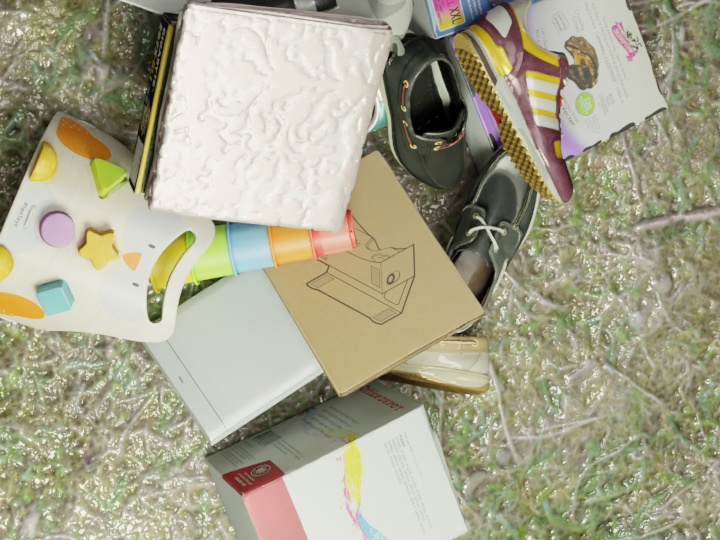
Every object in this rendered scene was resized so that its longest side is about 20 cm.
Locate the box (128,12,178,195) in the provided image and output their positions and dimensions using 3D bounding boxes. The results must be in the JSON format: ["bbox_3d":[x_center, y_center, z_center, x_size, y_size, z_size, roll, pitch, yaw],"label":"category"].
[{"bbox_3d":[-0.097,-0.136,1.509,0.199,0.049,0.161,8,106,-21],"label":"box"}]

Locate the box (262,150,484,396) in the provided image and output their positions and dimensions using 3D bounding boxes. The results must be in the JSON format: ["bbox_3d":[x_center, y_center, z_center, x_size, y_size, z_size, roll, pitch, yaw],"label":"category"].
[{"bbox_3d":[0.000,0.000,1.623,0.163,0.021,0.201,-29,72,-10],"label":"box"}]

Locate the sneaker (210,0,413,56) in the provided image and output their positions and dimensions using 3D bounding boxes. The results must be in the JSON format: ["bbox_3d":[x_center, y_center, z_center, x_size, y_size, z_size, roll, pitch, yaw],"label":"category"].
[{"bbox_3d":[-0.040,-0.249,1.487,0.199,0.074,0.089,1,116,-35],"label":"sneaker"}]

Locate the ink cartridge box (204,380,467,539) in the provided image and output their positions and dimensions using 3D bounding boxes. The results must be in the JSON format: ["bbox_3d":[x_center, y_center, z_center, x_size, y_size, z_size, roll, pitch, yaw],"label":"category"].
[{"bbox_3d":[-0.023,0.220,1.640,0.199,0.145,0.145,-25,105,-15],"label":"ink cartridge box"}]

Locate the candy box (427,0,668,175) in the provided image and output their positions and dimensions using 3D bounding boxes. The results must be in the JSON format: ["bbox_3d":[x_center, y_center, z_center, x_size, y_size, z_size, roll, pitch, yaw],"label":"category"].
[{"bbox_3d":[0.191,-0.201,1.704,0.199,0.072,0.168,-27,105,-14],"label":"candy box"}]

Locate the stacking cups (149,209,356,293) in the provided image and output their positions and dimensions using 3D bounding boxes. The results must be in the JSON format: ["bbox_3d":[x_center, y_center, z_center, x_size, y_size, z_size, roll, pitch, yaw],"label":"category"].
[{"bbox_3d":[-0.104,-0.028,1.594,0.199,0.061,0.061,-12,101,1],"label":"stacking cups"}]

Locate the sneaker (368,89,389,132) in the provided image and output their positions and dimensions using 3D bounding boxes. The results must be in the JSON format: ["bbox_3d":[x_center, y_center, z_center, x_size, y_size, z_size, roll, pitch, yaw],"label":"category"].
[{"bbox_3d":[-0.016,-0.224,1.626,0.093,0.070,0.200,-42,112,-15],"label":"sneaker"}]

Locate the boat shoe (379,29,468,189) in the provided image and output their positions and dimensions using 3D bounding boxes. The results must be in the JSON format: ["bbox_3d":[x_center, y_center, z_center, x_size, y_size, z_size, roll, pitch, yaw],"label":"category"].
[{"bbox_3d":[0.068,-0.144,1.631,0.074,0.063,0.202,-37,140,-14],"label":"boat shoe"}]

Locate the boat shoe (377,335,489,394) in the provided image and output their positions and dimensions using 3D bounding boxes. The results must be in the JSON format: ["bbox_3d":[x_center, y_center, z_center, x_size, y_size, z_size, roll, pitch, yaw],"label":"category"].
[{"bbox_3d":[0.039,0.075,1.691,0.199,0.074,0.070,14,77,-19],"label":"boat shoe"}]

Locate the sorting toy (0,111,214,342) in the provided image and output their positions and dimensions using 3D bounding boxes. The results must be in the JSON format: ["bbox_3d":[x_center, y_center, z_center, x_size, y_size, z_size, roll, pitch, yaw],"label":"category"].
[{"bbox_3d":[-0.236,-0.022,1.538,0.179,0.107,0.201,23,89,-8],"label":"sorting toy"}]

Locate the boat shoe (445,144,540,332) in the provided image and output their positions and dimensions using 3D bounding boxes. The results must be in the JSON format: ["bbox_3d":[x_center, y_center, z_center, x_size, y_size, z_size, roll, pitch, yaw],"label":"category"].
[{"bbox_3d":[0.126,-0.031,1.651,0.072,0.068,0.201,24,102,2],"label":"boat shoe"}]

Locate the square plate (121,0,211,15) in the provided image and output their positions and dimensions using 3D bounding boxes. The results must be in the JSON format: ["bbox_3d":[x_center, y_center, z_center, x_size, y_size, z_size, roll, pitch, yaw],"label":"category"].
[{"bbox_3d":[-0.129,-0.313,1.474,0.199,0.028,0.199,18,108,-27],"label":"square plate"}]

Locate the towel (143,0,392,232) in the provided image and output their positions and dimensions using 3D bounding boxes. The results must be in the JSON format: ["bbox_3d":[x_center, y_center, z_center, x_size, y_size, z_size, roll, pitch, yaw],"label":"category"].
[{"bbox_3d":[-0.082,-0.134,1.461,0.190,0.032,0.201,5,117,-21],"label":"towel"}]

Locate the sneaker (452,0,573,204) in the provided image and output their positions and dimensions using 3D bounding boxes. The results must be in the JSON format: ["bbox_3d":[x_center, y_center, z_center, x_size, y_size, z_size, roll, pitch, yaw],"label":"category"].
[{"bbox_3d":[0.170,-0.158,1.578,0.090,0.075,0.201,-34,114,-8],"label":"sneaker"}]

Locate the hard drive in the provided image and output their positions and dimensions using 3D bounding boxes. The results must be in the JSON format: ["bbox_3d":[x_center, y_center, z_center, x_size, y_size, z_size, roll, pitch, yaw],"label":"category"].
[{"bbox_3d":[-0.097,0.061,1.625,0.200,0.027,0.132,-33,73,-13],"label":"hard drive"}]

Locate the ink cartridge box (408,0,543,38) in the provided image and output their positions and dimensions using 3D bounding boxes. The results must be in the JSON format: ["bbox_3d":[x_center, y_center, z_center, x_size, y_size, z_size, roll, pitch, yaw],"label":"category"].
[{"bbox_3d":[0.126,-0.295,1.634,0.199,0.136,0.077,-20,109,-17],"label":"ink cartridge box"}]
